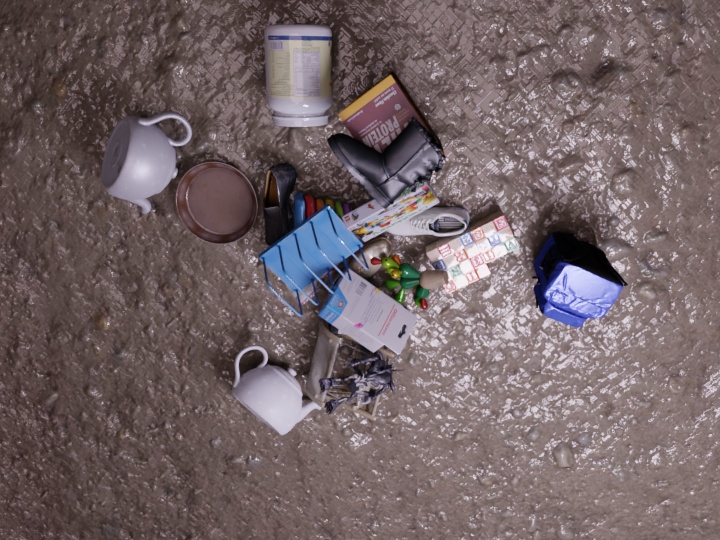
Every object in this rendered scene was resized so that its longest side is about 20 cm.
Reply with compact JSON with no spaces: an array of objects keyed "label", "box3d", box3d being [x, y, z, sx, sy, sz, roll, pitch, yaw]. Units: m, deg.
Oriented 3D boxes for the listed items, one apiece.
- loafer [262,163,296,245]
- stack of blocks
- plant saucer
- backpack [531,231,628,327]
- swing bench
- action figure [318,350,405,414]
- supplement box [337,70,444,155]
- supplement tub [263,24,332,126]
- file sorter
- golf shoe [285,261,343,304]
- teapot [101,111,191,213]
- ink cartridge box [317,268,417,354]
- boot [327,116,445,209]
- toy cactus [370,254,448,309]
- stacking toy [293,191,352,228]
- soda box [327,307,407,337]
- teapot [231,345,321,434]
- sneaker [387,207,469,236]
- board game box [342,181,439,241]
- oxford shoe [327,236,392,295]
[{"label":"loafer","box3d":[-0.204,-0.150,1.497,0.072,0.072,0.202,16,108,29]},{"label":"stack of blocks","box3d":[0.267,-0.044,1.511,0.199,0.059,0.116,-27,105,13]},{"label":"plant saucer","box3d":[-0.341,-0.163,1.535,0.199,0.035,0.202,1,110,4]},{"label":"backpack","box3d":[0.465,0.012,1.441,0.162,0.200,0.168,26,119,-9]},{"label":"swing bench","box3d":[-0.030,0.238,1.598,0.198,0.130,0.200,14,111,-1]},{"label":"action figure","box3d":[0.001,0.252,1.480,0.199,0.102,0.120,-17,84,-24]},{"label":"supplement box","box3d":[0.069,-0.299,1.363,0.132,0.200,0.198,-33,104,15]},{"label":"supplement tub","box3d":[-0.131,-0.416,1.369,0.144,0.145,0.202,2,110,4]},{"label":"file sorter","box3d":[-0.101,-0.016,1.415,0.199,0.123,0.139,-35,126,11]},{"label":"golf shoe","box3d":[-0.107,-0.011,1.549,0.092,0.075,0.200,44,101,5]},{"label":"teapot","box3d":[-0.483,-0.247,1.452,0.145,0.199,0.199,14,78,-38]},{"label":"ink cartridge box","box3d":[0.018,0.104,1.467,0.199,0.115,0.068,35,148,-6]},{"label":"boot","box3d":[0.056,-0.231,1.243,0.162,0.074,0.198,-38,109,20]},{"label":"toy cactus","box3d":[0.123,0.029,1.499,0.164,0.103,0.200,-8,133,33]},{"label":"stacking toy","box3d":[-0.056,-0.124,1.501,0.198,0.116,0.111,-3,109,-9]},{"label":"soda box","box3d":[0.022,0.120,1.558,0.198,0.071,0.064,8,111,-14]},{"label":"teapot","box3d":[-0.221,0.306,1.630,0.197,0.200,0.146,31,71,25]},{"label":"sneaker","box3d":[0.154,-0.114,1.489,0.198,0.071,0.074,-6,109,8]},{"label":"board game box","box3d":[0.070,-0.136,1.427,0.199,0.126,0.035,-27,72,13]},{"label":"oxford shoe","box3d":[0.000,0.000,1.540,0.071,0.074,0.200,43,107,-10]}]
